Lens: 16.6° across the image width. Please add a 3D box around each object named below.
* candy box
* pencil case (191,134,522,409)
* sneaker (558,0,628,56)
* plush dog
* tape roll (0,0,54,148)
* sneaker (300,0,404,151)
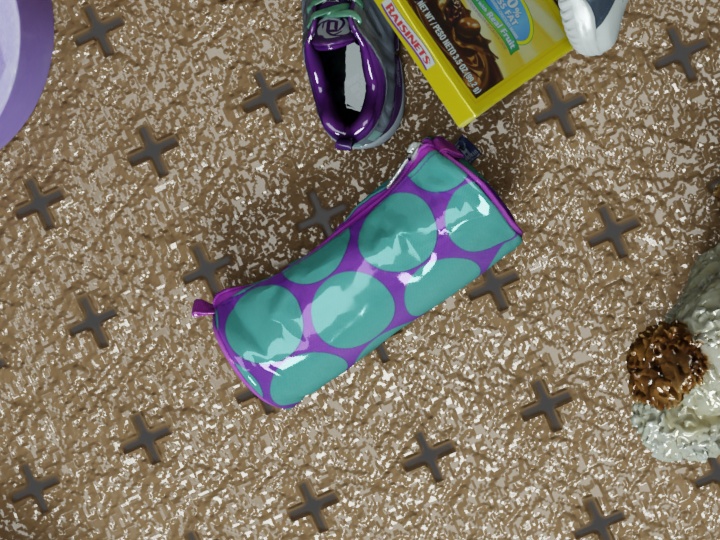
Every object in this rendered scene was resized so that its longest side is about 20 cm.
[{"bbox_3d":[0.043,-0.196,1.503,0.102,0.026,0.201,-36,92,-33],"label":"candy box"},{"bbox_3d":[0.000,0.000,1.533,0.200,0.085,0.093,-37,107,10],"label":"pencil case"},{"bbox_3d":[0.192,-0.223,1.480,0.129,0.079,0.201,9,88,15],"label":"sneaker"},{"bbox_3d":[0.242,0.029,1.458,0.199,0.172,0.162,-14,95,10],"label":"plush dog"},{"bbox_3d":[-0.299,-0.151,1.555,0.198,0.085,0.202,1,98,7],"label":"tape roll"},{"bbox_3d":[-0.007,-0.173,1.510,0.074,0.088,0.202,-8,96,8],"label":"sneaker"}]
